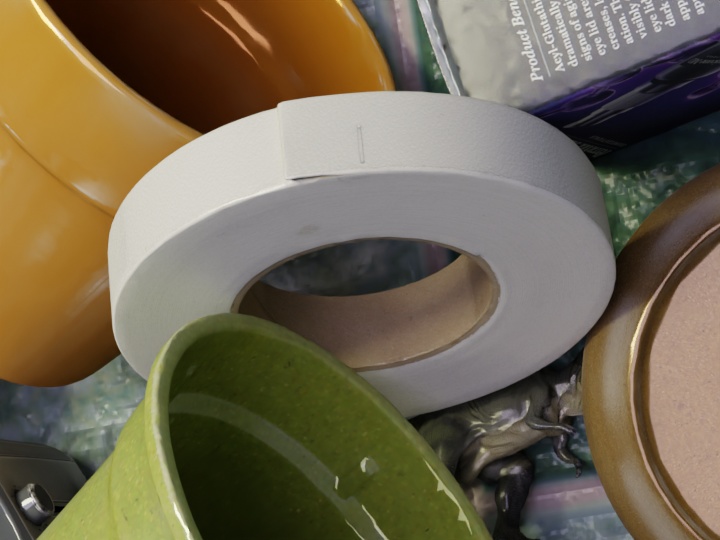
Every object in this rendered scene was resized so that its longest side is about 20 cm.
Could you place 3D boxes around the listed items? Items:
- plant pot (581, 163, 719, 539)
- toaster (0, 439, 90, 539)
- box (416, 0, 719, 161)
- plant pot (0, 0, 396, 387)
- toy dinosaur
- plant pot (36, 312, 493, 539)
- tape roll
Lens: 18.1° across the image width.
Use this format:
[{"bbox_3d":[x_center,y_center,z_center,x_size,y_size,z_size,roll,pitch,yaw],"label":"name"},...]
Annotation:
[{"bbox_3d":[0.186,0.047,0.896,0.198,0.027,0.202,0,90,10],"label":"plant pot"},{"bbox_3d":[-0.196,0.157,1.021,0.200,0.129,0.114,-39,74,16],"label":"toaster"},{"bbox_3d":[0.135,-0.128,0.883,0.199,0.148,0.105,-22,80,22],"label":"box"},{"bbox_3d":[-0.115,-0.055,0.974,0.201,0.200,0.183,51,122,16],"label":"plant pot"},{"bbox_3d":[0.043,0.086,0.967,0.199,0.047,0.089,-16,65,20],"label":"toy dinosaur"},{"bbox_3d":[-0.065,0.151,0.854,0.184,0.200,0.201,-39,74,23],"label":"plant pot"},{"bbox_3d":[0.000,0.000,0.883,0.202,0.203,0.037,-19,57,21],"label":"tape roll"}]
